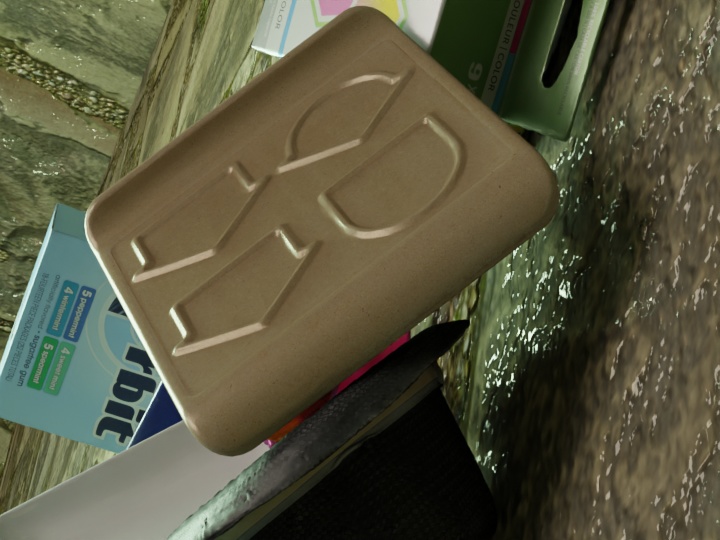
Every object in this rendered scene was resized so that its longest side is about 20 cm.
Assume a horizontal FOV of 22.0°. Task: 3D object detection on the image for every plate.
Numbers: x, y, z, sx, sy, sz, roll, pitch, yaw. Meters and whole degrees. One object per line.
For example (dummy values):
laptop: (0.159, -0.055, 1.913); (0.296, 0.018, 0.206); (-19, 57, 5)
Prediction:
plate: (-0.102, 0.165, 1.054); (0.200, 0.199, 0.032); (53, 168, 54)

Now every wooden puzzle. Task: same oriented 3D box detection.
wooden puzzle: (-0.021, -0.019, 0.840); (0.185, 0.046, 0.200); (-37, 38, -1)

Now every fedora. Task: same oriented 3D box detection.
fedora: (0.000, 0.108, 0.838); (0.200, 0.092, 0.201); (-38, -5, -4)

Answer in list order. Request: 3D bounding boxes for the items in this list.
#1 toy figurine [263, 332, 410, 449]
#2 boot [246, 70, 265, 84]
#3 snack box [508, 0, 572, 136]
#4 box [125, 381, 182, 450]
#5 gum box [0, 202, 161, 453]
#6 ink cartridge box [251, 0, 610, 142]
toy figurine: (-0.027, 0.035, 0.982); (0.185, 0.149, 0.201); (80, -152, -51)
boot: (-0.050, -0.072, 1.324); (0.155, 0.072, 0.201); (-50, -20, -58)
snack box: (0.068, -0.152, 1.056); (0.200, 0.053, 0.143); (-129, 56, -74)
box: (-0.125, 0.097, 1.237); (0.201, 0.032, 0.121); (-60, 0, 22)
gum box: (-0.160, 0.060, 1.389); (0.045, 0.199, 0.171); (-95, 27, -60)
ink cartridge box: (0.034, -0.139, 0.942); (0.199, 0.059, 0.105); (24, 98, 50)
